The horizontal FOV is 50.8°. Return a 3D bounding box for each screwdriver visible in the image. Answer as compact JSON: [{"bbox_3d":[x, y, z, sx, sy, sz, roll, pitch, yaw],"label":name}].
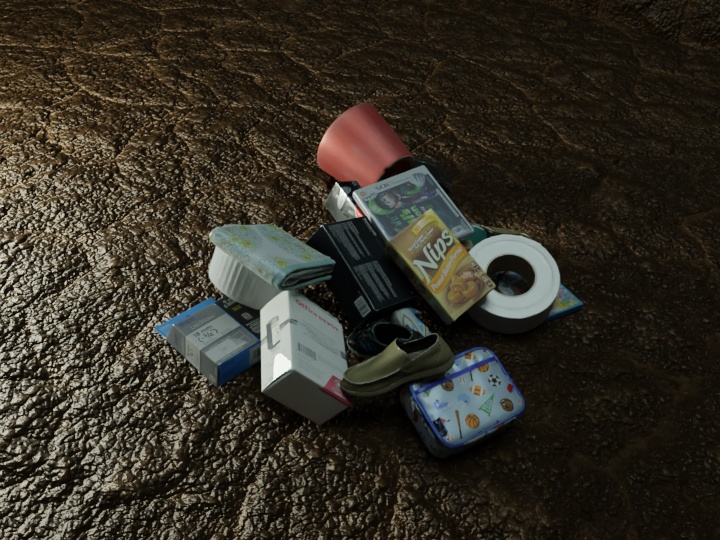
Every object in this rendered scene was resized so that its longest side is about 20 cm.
[{"bbox_3d":[0.312,-0.002,1.634,0.029,0.028,0.200,41,67,7],"label":"screwdriver"}]

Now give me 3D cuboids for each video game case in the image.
[{"bbox_3d":[0.364,0.035,1.647,0.143,0.018,0.200,-17,45,-25],"label":"video game case"},{"bbox_3d":[0.109,-0.119,1.580,0.181,0.023,0.200,-23,62,-21],"label":"video game case"}]

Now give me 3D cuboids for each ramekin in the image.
[{"bbox_3d":[-0.200,-0.002,1.490,0.200,0.098,0.201,23,16,-7],"label":"ramekin"}]

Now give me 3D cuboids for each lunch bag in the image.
[{"bbox_3d":[0.172,0.223,1.316,0.200,0.076,0.161,-17,64,-26],"label":"lunch bag"}]

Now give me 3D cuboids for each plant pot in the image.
[{"bbox_3d":[0.023,-0.274,1.841,0.200,0.201,0.177,-28,62,-35],"label":"plant pot"}]

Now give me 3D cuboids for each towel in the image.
[{"bbox_3d":[-0.156,-0.028,1.386,0.171,0.048,0.200,30,17,21],"label":"towel"}]

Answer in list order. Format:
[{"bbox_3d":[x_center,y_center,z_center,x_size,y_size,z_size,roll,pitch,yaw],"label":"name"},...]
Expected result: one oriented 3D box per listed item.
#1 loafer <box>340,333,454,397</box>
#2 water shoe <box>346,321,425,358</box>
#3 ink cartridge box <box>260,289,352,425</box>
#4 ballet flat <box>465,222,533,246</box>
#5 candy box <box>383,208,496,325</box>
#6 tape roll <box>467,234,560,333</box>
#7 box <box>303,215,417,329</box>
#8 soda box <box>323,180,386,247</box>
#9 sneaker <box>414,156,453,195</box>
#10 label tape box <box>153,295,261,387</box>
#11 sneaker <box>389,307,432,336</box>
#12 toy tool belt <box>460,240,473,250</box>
[{"bbox_3d":[0.058,0.154,1.281,0.199,0.068,0.076,-18,25,-5],"label":"loafer"},{"bbox_3d":[0.040,0.117,1.390,0.200,0.079,0.072,0,53,46],"label":"water shoe"},{"bbox_3d":[-0.099,0.149,1.335,0.146,0.085,0.200,38,28,-32],"label":"ink cartridge box"},{"bbox_3d":[0.297,-0.070,1.729,0.199,0.071,0.065,13,16,19],"label":"ballet flat"},{"bbox_3d":[0.154,-0.007,1.479,0.115,0.055,0.200,-38,85,-17],"label":"candy box"},{"bbox_3d":[0.306,0.026,1.559,0.202,0.071,0.203,-1,58,2],"label":"tape roll"},{"bbox_3d":[0.000,0.000,1.499,0.141,0.079,0.200,-17,70,-47],"label":"box"},{"bbox_3d":[0.007,-0.101,1.617,0.063,0.071,0.200,-10,54,-44],"label":"soda box"},{"bbox_3d":[0.136,-0.244,1.911,0.199,0.060,0.104,13,35,2],"label":"sneaker"},{"bbox_3d":[-0.274,0.109,1.422,0.200,0.063,0.144,35,46,28],"label":"label tape box"},{"bbox_3d":[0.111,0.144,1.435,0.072,0.072,0.200,-8,43,-9],"label":"sneaker"},{"bbox_3d":[0.144,-0.068,1.643,0.123,0.125,0.200,-33,45,-13],"label":"toy tool belt"}]
